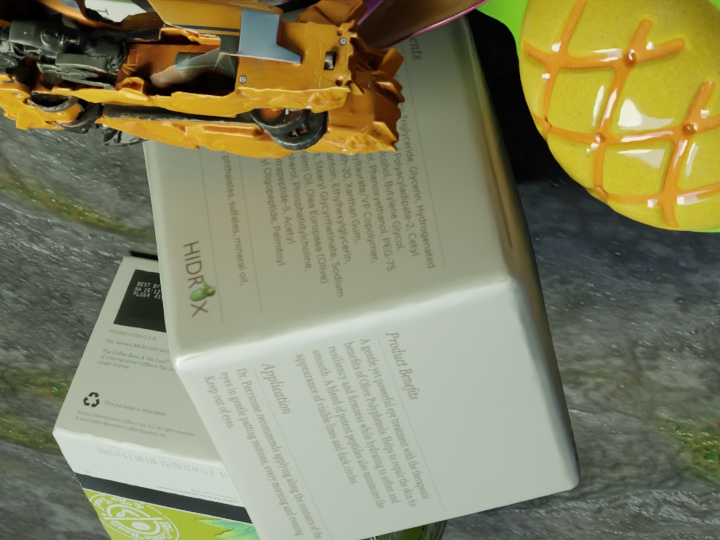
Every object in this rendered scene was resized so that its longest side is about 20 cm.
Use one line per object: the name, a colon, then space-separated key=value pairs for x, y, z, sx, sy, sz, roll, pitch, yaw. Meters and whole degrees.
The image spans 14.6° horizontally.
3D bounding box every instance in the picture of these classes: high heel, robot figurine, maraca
high heel: x=0.051 y=-0.124 z=1.237 sx=0.067 sy=0.096 sz=0.200 roll=22 pitch=-179 yaw=-38
robot figurine: x=-0.086 y=-0.091 z=1.276 sx=0.199 sy=0.059 sz=0.145 roll=6 pitch=167 yaw=15
maraca: x=0.123 y=-0.103 z=1.302 sx=0.200 sy=0.107 sz=0.137 roll=50 pitch=136 yaw=-2

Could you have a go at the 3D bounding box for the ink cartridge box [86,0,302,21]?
ink cartridge box: x=-0.120 y=-0.117 z=1.490 sx=0.199 sy=0.048 sz=0.146 roll=8 pitch=149 yaw=18

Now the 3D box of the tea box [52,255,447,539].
tea box: x=-0.057 y=0.109 z=1.746 sx=0.199 sy=0.134 sz=0.197 roll=9 pitch=150 yaw=20

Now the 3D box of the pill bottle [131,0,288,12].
pill bottle: x=-0.031 y=-0.183 z=1.246 sx=0.113 sy=0.114 sz=0.200 roll=34 pitch=149 yaw=-24

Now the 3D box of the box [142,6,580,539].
box: x=0.000 y=0.000 z=1.403 sx=0.170 sy=0.201 sz=0.199 roll=-13 pitch=144 yaw=6
